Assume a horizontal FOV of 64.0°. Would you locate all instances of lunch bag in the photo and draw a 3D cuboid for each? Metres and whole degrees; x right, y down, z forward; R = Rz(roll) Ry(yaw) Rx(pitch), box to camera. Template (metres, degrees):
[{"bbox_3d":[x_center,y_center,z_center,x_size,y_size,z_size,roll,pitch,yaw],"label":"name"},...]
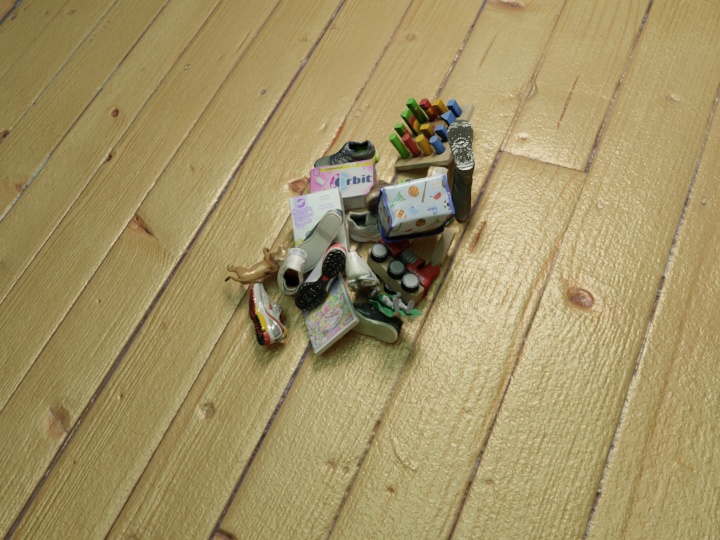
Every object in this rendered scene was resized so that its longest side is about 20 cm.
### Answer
[{"bbox_3d":[0.128,-0.142,1.417,0.166,0.200,0.127,-11,84,-6],"label":"lunch bag"}]

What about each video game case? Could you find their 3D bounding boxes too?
[{"bbox_3d":[-0.087,0.093,1.462,0.143,0.018,0.202,-40,47,19],"label":"video game case"}]

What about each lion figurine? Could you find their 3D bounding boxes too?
[{"bbox_3d":[-0.272,-0.004,1.544,0.198,0.073,0.123,-34,30,-6],"label":"lion figurine"}]

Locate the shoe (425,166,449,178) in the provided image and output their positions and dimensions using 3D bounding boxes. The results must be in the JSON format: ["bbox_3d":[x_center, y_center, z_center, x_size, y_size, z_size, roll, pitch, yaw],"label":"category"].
[{"bbox_3d":[0.205,-0.236,1.514,0.052,0.200,0.072,14,100,10],"label":"shoe"}]

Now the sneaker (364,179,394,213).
[{"bbox_3d":[0.048,-0.202,1.533,0.071,0.199,0.076,-46,75,21],"label":"sneaker"}]

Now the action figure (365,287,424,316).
[{"bbox_3d":[0.064,0.073,1.410,0.116,0.199,0.056,14,92,-22],"label":"action figure"}]

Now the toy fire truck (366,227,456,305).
[{"bbox_3d":[0.137,-0.036,1.476,0.198,0.130,0.176,-34,64,-27],"label":"toy fire truck"}]

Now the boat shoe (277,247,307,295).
[{"bbox_3d":[-0.178,0.023,1.467,0.069,0.201,0.071,20,58,-8],"label":"boat shoe"}]

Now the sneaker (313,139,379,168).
[{"bbox_3d":[-0.046,-0.336,1.679,0.195,0.081,0.075,-16,60,5],"label":"sneaker"}]

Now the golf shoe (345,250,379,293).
[{"bbox_3d":[0.000,0.000,1.419,0.076,0.200,0.100,-16,83,0],"label":"golf shoe"}]

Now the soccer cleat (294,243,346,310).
[{"bbox_3d":[-0.098,0.017,1.464,0.068,0.073,0.201,33,110,-8],"label":"soccer cleat"}]

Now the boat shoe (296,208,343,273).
[{"bbox_3d":[-0.111,-0.077,1.488,0.074,0.062,0.202,34,113,-2],"label":"boat shoe"}]

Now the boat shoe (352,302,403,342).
[{"bbox_3d":[0.022,0.115,1.446,0.196,0.076,0.066,15,42,35],"label":"boat shoe"}]

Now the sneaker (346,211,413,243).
[{"bbox_3d":[0.052,-0.114,1.538,0.195,0.092,0.077,5,65,16],"label":"sneaker"}]

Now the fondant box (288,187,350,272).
[{"bbox_3d":[-0.108,-0.106,1.556,0.141,0.058,0.205,-10,81,9],"label":"fondant box"}]

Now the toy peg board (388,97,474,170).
[{"bbox_3d":[0.183,-0.395,1.597,0.197,0.098,0.203,3,60,46],"label":"toy peg board"}]

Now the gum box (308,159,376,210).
[{"bbox_3d":[-0.053,-0.237,1.639,0.195,0.066,0.116,-7,63,11],"label":"gum box"}]

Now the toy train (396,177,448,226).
[{"bbox_3d":[0.177,-0.191,1.578,0.056,0.042,0.200,-37,61,-18],"label":"toy train"}]

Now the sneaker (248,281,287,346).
[{"bbox_3d":[-0.246,0.112,1.517,0.080,0.079,0.202,-3,49,-26],"label":"sneaker"}]

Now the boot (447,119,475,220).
[{"bbox_3d":[0.263,-0.259,1.497,0.071,0.201,0.186,-3,61,12],"label":"boot"}]
